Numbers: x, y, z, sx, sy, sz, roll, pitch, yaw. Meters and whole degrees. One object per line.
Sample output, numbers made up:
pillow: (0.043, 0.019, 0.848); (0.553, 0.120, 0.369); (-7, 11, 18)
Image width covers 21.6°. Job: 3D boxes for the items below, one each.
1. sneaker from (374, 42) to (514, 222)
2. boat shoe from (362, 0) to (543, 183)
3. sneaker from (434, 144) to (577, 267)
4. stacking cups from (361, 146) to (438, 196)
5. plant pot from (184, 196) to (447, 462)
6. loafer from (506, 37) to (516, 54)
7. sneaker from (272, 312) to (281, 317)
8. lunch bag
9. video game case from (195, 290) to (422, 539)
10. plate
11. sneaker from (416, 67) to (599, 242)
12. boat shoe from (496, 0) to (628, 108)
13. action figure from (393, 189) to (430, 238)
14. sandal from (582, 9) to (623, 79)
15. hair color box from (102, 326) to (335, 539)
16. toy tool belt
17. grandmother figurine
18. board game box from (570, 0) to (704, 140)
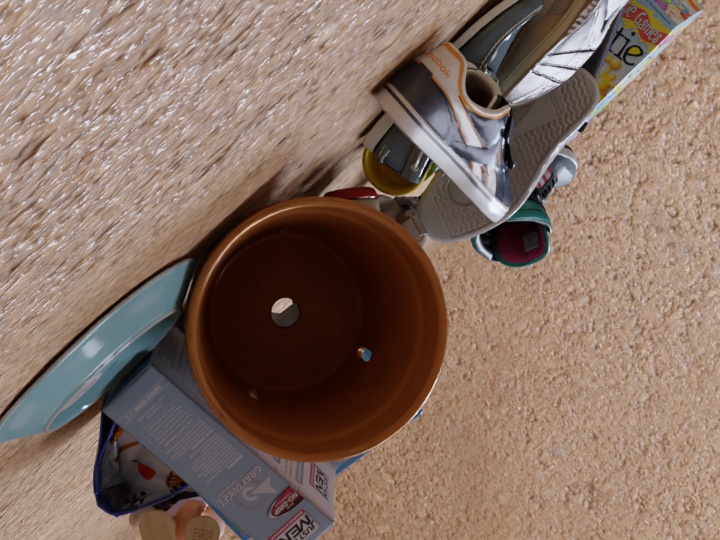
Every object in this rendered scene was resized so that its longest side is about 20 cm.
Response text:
sneaker: (0.088, -0.108, 1.494); (0.079, 0.078, 0.200); (-43, 147, 3)
boat shoe: (0.088, -0.153, 1.559); (0.200, 0.062, 0.073); (-44, 176, 21)
sneaker: (0.162, -0.064, 1.863); (0.200, 0.121, 0.084); (-3, 157, -46)
stacking cups: (0.055, -0.118, 1.715); (0.061, 0.061, 0.200); (-44, 180, 21)
plant pot: (-0.047, 0.039, 1.473); (0.200, 0.200, 0.140); (-42, -166, -8)
loafer: (0.163, -0.216, 1.703); (0.069, 0.076, 0.200); (-9, -179, 5)
sneaker: (-0.050, 0.076, 1.830); (0.199, 0.088, 0.076); (-13, 163, 9)
lunch bag: (-0.156, 0.127, 1.708); (0.200, 0.124, 0.170); (-51, 177, 10)
video game case: (-0.068, 0.124, 1.598); (0.200, 0.143, 0.018); (-37, -163, 14)
plate: (-0.190, 0.066, 1.406); (0.200, 0.026, 0.200); (-43, 177, -3)
sneaker: (0.133, -0.101, 1.696); (0.200, 0.074, 0.118); (-43, -178, 5)
boat shoe: (0.171, -0.221, 1.568); (0.072, 0.065, 0.200); (-2, 137, -53)
action figure: (0.012, -0.038, 1.868); (0.200, 0.070, 0.130); (-32, -171, -19)
sandal: (0.225, -0.239, 1.802); (0.076, 0.043, 0.201); (54, 58, -82)
hair color box: (-0.110, 0.137, 1.525); (0.061, 0.200, 0.099); (-44, -164, 16)
toy tool belt: (0.000, 0.000, 1.629); (0.124, 0.123, 0.200); (-7, 175, -1)
grandmother figurine: (-0.147, 0.222, 1.718); (0.200, 0.121, 0.061); (-90, -165, -86)
board game box: (0.235, -0.227, 1.932); (0.200, 0.105, 0.103); (-46, 174, 29)
